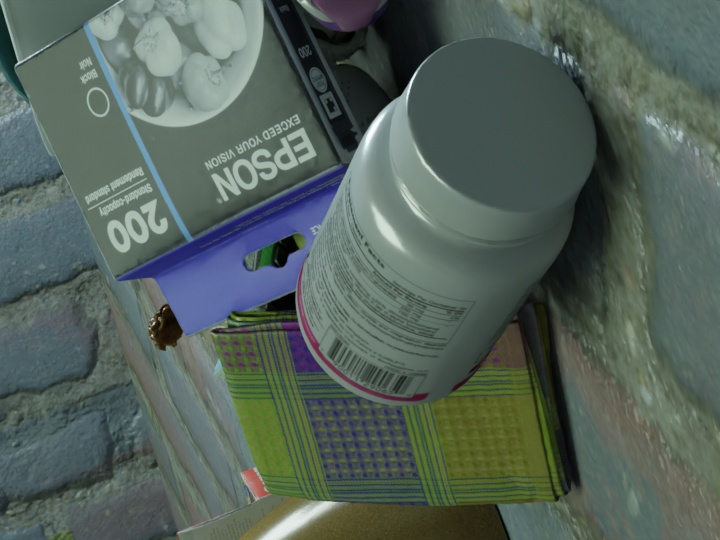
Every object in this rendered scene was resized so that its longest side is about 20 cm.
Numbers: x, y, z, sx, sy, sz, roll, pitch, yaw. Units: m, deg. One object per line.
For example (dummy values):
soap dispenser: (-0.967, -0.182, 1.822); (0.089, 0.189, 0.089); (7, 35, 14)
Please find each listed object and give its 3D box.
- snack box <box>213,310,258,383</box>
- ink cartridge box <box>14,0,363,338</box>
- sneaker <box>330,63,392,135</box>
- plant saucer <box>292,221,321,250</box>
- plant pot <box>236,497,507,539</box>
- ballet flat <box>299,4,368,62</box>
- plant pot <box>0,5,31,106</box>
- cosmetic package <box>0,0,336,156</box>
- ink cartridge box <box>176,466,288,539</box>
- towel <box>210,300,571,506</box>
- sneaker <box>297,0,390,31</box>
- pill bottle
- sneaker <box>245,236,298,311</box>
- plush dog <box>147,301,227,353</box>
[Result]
snack box: (0.007, 0.090, 1.259); (0.199, 0.037, 0.116); (27, 169, -6)
ink cartridge box: (-0.090, -0.071, 1.170); (0.197, 0.043, 0.201); (-24, 95, 37)
sneaker: (0.032, -0.053, 1.187); (0.201, 0.074, 0.087); (60, 148, 29)
plant saucer: (0.000, 0.000, 1.268); (0.201, 0.031, 0.200); (56, -170, -15)
plant pot: (-0.006, 0.225, 1.442); (0.186, 0.198, 0.188); (159, 90, -78)
ballet flat: (-0.062, -0.201, 1.196); (0.200, 0.072, 0.072); (43, 178, -22)
plant pot: (-0.188, -0.203, 1.602); (0.161, 0.199, 0.202); (36, -146, -89)
cosmetic package: (-0.140, -0.203, 1.310); (0.165, 0.198, 0.166); (-117, 12, -60)
ink cartridge box: (-0.045, 0.200, 1.563); (0.050, 0.198, 0.110); (-133, 26, -60)
towel: (0.022, 0.079, 1.169); (0.023, 0.198, 0.145); (-68, -32, -52)
sneaker: (-0.026, -0.219, 1.139); (0.089, 0.080, 0.202); (83, 169, -68)
pill bottle: (0.041, -0.022, 1.003); (0.114, 0.112, 0.200); (65, 155, 20)
sneaker: (-0.062, -0.023, 1.355); (0.078, 0.085, 0.201); (52, -159, -34)
plush dog: (-0.055, 0.044, 1.554); (0.171, 0.160, 0.201); (38, 154, 23)
